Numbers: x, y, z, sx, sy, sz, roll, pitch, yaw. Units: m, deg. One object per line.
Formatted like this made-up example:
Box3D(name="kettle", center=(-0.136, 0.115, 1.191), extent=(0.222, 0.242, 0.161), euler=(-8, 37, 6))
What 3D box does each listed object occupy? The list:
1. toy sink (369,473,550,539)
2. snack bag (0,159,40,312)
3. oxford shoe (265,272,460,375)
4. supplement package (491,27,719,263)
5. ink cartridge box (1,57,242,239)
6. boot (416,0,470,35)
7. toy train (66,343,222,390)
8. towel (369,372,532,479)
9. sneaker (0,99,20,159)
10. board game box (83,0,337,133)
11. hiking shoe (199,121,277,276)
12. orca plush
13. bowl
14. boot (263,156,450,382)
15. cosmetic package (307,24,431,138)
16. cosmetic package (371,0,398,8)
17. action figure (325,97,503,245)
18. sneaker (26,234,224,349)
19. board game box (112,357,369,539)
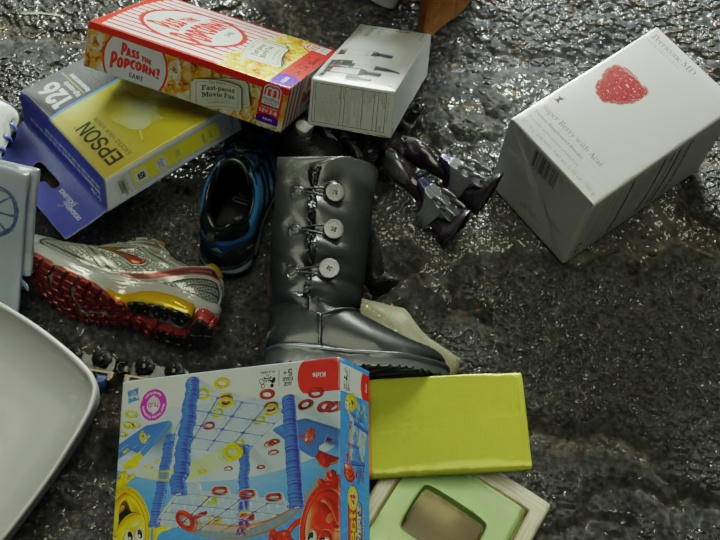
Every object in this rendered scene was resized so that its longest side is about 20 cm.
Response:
Box3D(name="toy sink", center=(0.044, 0.248, 0.813), extent=(0.130, 0.112, 0.200), euler=(31, 66, 12))
Box3D(name="snack bag", center=(-0.382, -0.016, 0.896), extent=(0.187, 0.201, 0.021), euler=(11, 21, 1))
Box3D(name="oxford shoe", center=(0.001, 0.056, 0.938), extent=(0.200, 0.071, 0.074), euler=(38, 52, 7))
Box3D(name="supplement package", center=(0.250, -0.126, 1.010), extent=(0.199, 0.120, 0.121), euler=(-33, 69, -19))
Box3D(name="ink cartridge box", center=(-0.251, -0.145, 0.992), extent=(0.200, 0.047, 0.198), euler=(-33, 51, -20))
Box3D(name="boot", center=(0.067, -0.322, 1.050), extent=(0.068, 0.200, 0.189), euler=(31, 61, 13))
Box3D(name="toy train", center=(-0.187, 0.104, 0.914), extent=(0.199, 0.034, 0.046), euler=(10, 75, 0))
Box3D(name="towel", center=(0.035, 0.128, 0.813), extent=(0.199, 0.018, 0.087), euler=(-4, 58, 6))
Box3D(name="sneaker", center=(-0.363, -0.105, 0.954), extent=(0.115, 0.080, 0.200), euler=(-31, 96, -42))
Box3D(name="board game box", center=(-0.139, -0.203, 0.969), extent=(0.199, 0.047, 0.152), euler=(19, 28, 7))
Box3D(name="hiking shoe", center=(-0.109, -0.096, 0.987), extent=(0.074, 0.087, 0.201), euler=(8, 63, 0))
Box3D(name="orca plush", center=(-0.043, -0.058, 0.962), extent=(0.071, 0.105, 0.201), euler=(-18, 93, -44))
Box3D(name="bowl", center=(-0.333, 0.129, 0.852), extent=(0.199, 0.075, 0.201), euler=(31, 77, 10))
Box3D(name="boot", center=(-0.001, 0.000, 0.882), extent=(0.164, 0.066, 0.201), euler=(9, 62, -14))
Box3D(name="cosmetic package", center=(0.014, -0.195, 1.006), extent=(0.082, 0.051, 0.200), euler=(12, 30, 8))
Box3D(name="cosmetic package", center=(0.017, -0.442, 1.125), extent=(0.164, 0.165, 0.201), euler=(27, 65, 9))
Box3D(name="action figure", center=(0.040, -0.121, 1.018), extent=(0.200, 0.069, 0.130), euler=(39, 58, 10))
Box3D(name="sneaker", center=(-0.222, 0.008, 0.943), extent=(0.199, 0.078, 0.082), euler=(18, 52, -1))
Box3D(name="board game box", center=(-0.093, 0.177, 0.773), extent=(0.199, 0.056, 0.197), euler=(-9, 69, 22))
